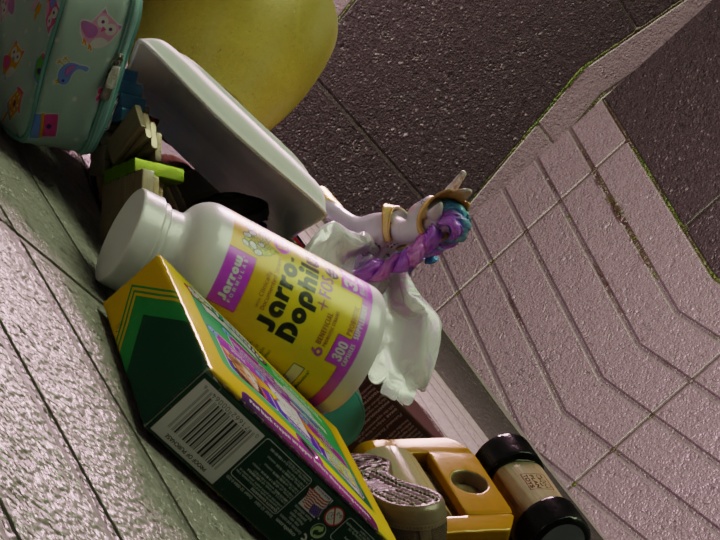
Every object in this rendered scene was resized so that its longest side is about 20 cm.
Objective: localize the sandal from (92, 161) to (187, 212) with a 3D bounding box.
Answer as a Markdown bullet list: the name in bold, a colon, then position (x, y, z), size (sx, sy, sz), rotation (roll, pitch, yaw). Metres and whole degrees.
- **sandal**: position (-0.209, -0.090, 1.417), size (0.201, 0.054, 0.080), rotation (54, -20, 3)

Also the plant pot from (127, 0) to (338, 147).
- **plant pot**: position (-0.131, -0.189, 1.522), size (0.200, 0.199, 0.143), rotation (46, 41, -32)

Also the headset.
- **headset**: position (-0.092, -0.006, 1.369), size (0.200, 0.093, 0.125), rotation (93, -5, -83)

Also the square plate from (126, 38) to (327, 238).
- **square plate**: position (-0.113, -0.107, 1.389), size (0.200, 0.028, 0.198), rotation (43, -14, -6)

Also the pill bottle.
- **pill bottle**: position (-0.087, 0.019, 1.216), size (0.199, 0.105, 0.104), rotation (27, 12, -21)

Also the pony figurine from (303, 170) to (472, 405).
- **pony figurine**: position (0.000, 0.000, 1.449), size (0.166, 0.194, 0.199), rotation (41, -25, -27)

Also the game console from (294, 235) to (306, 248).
- **game console**: position (-0.093, -0.045, 1.614), size (0.200, 0.031, 0.177), rotation (54, -5, -30)

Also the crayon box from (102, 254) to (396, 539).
- **crayon box**: position (-0.073, 0.103, 1.103), size (0.200, 0.058, 0.173), rotation (47, 3, -29)

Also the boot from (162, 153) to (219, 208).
- **boot**: position (-0.138, -0.024, 1.605), size (0.188, 0.064, 0.200), rotation (65, -11, -11)

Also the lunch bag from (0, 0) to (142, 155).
- **lunch bag**: position (-0.233, -0.191, 1.302), size (0.077, 0.162, 0.200), rotation (12, 22, -32)

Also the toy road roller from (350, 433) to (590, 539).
- **toy road roller**: position (0.076, 0.224, 1.353), size (0.198, 0.147, 0.123), rotation (4, 27, -25)

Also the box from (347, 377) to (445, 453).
- **box**: position (0.003, 0.129, 1.578), size (0.200, 0.075, 0.100), rotation (48, 4, -37)

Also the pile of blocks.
- **pile of blocks**: position (-0.173, -0.104, 1.327), size (0.062, 0.082, 0.201), rotation (11, 49, -39)

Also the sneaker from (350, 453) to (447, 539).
- **sneaker**: position (0.003, 0.182, 1.213), size (0.200, 0.070, 0.076), rotation (-164, -107, -70)

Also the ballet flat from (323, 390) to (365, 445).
- **ballet flat**: position (-0.060, 0.089, 1.362), size (0.070, 0.069, 0.200), rotation (51, 5, 33)
